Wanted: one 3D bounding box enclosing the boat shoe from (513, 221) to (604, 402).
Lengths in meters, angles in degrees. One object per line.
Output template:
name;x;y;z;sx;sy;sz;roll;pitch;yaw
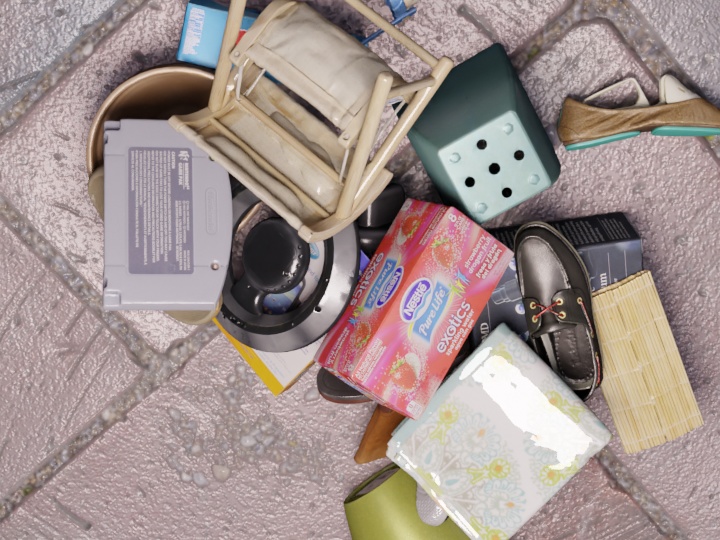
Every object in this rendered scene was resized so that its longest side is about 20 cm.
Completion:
boat shoe;0.213;0.046;1.483;0.073;0.063;0.203;-13;107;22

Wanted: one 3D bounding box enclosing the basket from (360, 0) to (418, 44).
basket;0.002;-0.326;1.426;0.199;0.139;0.178;-25;92;0

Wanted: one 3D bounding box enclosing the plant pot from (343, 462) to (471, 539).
plant pot;0.071;0.333;1.643;0.186;0.187;0.201;-34;91;9

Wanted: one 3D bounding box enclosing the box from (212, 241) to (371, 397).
box;-0.063;0.029;1.495;0.119;0.041;0.200;50;117;8

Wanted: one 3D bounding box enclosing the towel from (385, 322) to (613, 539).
towel;0.145;0.183;1.493;0.171;0.048;0.200;45;106;6

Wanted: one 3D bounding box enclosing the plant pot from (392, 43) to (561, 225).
plant pot;0.130;-0.130;1.467;0.140;0.200;0.142;-28;107;7

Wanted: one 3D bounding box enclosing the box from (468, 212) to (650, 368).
box;0.218;0.030;1.571;0.198;0.107;0.150;-8;109;2

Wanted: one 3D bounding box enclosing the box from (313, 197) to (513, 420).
box;0.053;0.037;1.400;0.095;0.100;0.201;34;82;-25

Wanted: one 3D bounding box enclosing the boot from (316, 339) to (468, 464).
boot;0.018;0.152;1.560;0.187;0.069;0.201;-22;151;-30

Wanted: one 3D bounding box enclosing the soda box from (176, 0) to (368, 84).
soda box;-0.094;-0.241;1.494;0.198;0.068;0.065;13;106;-6

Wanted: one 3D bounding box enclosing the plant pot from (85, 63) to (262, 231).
plant pot;-0.195;-0.131;1.513;0.199;0.093;0.203;-1;109;-2

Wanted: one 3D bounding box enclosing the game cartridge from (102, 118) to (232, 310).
game cartridge;-0.197;-0.057;1.414;0.132;0.041;0.202;0;73;-7

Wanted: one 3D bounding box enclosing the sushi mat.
sushi mat;0.308;0.105;1.535;0.095;0.012;0.201;-21;108;5

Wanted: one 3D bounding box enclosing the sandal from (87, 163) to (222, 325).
sandal;-0.225;-0.021;1.446;0.080;0.054;0.201;-36;92;30

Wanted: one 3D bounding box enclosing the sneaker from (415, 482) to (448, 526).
sneaker;0.141;0.217;1.607;0.113;0.075;0.201;31;62;-19

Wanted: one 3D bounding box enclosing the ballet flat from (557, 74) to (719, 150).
ballet flat;0.316;-0.179;1.537;0.198;0.068;0.073;-5;89;4

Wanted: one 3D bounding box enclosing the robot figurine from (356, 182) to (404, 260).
robot figurine;0.000;0.001;1.544;0.123;0.150;0.202;-1;108;-15

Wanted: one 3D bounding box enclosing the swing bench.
swing bench;-0.052;-0.170;1.355;0.199;0.129;0.201;40;122;17

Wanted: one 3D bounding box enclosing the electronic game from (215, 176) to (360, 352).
electronic game;-0.087;-0.016;1.437;0.198;0.041;0.202;-1;87;30
